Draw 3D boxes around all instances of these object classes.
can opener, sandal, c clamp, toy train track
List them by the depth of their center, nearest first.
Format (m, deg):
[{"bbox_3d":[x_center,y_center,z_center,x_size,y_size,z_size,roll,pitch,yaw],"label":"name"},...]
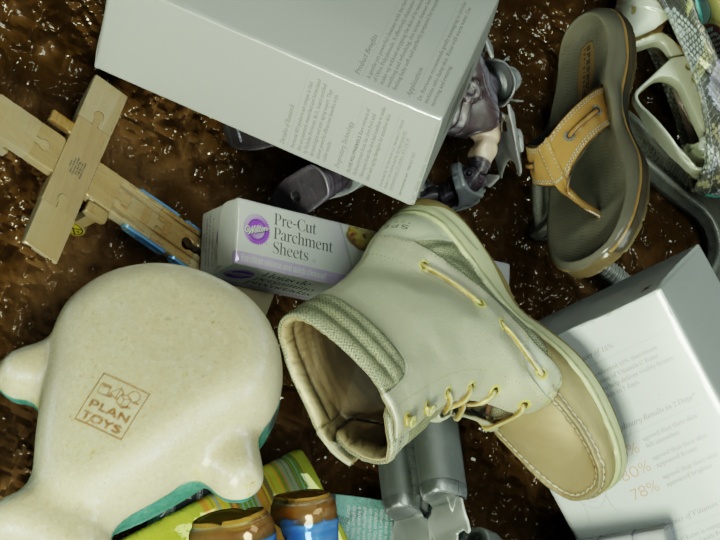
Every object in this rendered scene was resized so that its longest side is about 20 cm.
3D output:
[{"bbox_3d":[-0.134,-0.031,1.331,0.200,0.032,0.115,35,57,-24],"label":"toy train track"},{"bbox_3d":[0.046,0.126,1.367,0.067,0.053,0.201,24,51,-48],"label":"can opener"},{"bbox_3d":[0.132,-0.083,1.434,0.054,0.082,0.201,24,54,-29],"label":"sandal"},{"bbox_3d":[0.177,-0.010,1.500,0.200,0.027,0.171,42,61,-14],"label":"c clamp"}]

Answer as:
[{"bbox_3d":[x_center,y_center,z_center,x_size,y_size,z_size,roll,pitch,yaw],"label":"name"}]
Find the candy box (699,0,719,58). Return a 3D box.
[{"bbox_3d":[0.282,-0.134,1.572,0.115,0.055,0.201,-16,88,-30],"label":"candy box"}]

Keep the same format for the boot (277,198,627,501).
[{"bbox_3d":[0.051,0.072,1.304,0.200,0.072,0.155,52,40,-3],"label":"boot"}]

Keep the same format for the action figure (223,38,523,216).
[{"bbox_3d":[0.023,-0.093,1.413,0.199,0.069,0.131,-21,82,-35],"label":"action figure"}]

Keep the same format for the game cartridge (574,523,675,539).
[{"bbox_3d":[0.141,0.255,1.366,0.129,0.038,0.201,-11,87,12],"label":"game cartridge"}]

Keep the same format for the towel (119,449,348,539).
[{"bbox_3d":[-0.094,0.175,1.290,0.199,0.018,0.086,-24,87,-30],"label":"towel"}]

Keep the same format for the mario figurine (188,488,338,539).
[{"bbox_3d":[-0.044,0.223,1.273,0.123,0.106,0.201,-9,91,3],"label":"mario figurine"}]

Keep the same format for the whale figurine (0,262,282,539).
[{"bbox_3d":[-0.123,0.092,1.254,0.158,0.104,0.200,22,56,13],"label":"whale figurine"}]

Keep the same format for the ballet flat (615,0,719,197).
[{"bbox_3d":[0.198,-0.137,1.518,0.072,0.072,0.201,-16,79,-31],"label":"ballet flat"}]

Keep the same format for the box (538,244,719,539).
[{"bbox_3d":[0.184,0.107,1.405,0.201,0.124,0.097,62,28,-4],"label":"box"}]

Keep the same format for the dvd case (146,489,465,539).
[{"bbox_3d":[-0.031,0.197,1.340,0.199,0.022,0.147,9,74,-26],"label":"dvd case"}]

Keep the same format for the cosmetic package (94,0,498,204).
[{"bbox_3d":[-0.036,-0.134,1.326,0.199,0.085,0.108,24,54,4],"label":"cosmetic package"}]

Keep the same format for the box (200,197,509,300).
[{"bbox_3d":[0.000,0.000,1.378,0.199,0.039,0.042,14,69,-34],"label":"box"}]
